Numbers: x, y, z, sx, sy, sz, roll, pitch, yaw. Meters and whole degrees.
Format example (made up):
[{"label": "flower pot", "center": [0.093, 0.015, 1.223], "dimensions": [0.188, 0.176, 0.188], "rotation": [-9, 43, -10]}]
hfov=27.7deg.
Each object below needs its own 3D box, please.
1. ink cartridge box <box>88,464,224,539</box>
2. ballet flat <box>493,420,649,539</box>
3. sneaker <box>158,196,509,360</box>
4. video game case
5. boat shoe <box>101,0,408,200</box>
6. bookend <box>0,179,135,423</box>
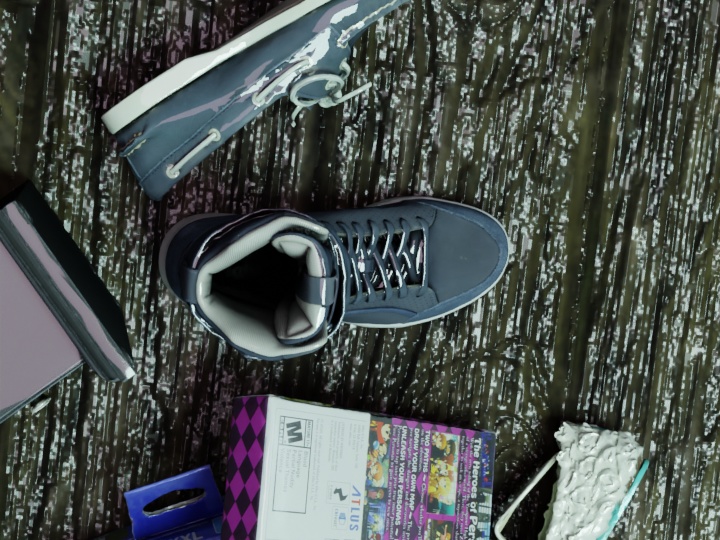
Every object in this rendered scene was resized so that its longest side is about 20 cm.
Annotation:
[{"label": "ink cartridge box", "center": [-0.082, 0.206, 0.812], "dimensions": [0.135, 0.076, 0.203], "rotation": [-16, 97, -9]}, {"label": "ballet flat", "center": [0.100, 0.179, 0.856], "dimensions": [0.071, 0.072, 0.202], "rotation": [28, 84, -13]}, {"label": "sneaker", "center": [-0.001, 0.002, 0.771], "dimensions": [0.200, 0.146, 0.078], "rotation": [-4, 95, -12]}, {"label": "video game case", "center": [-0.001, 0.176, 0.778], "dimensions": [0.180, 0.036, 0.203], "rotation": [13, 77, -44]}, {"label": "boat shoe", "center": [-0.042, -0.108, 0.786], "dimensions": [0.199, 0.075, 0.062], "rotation": [-31, 100, -5]}, {"label": "bookend", "center": [-0.216, 0.053, 0.704], "dimensions": [0.198, 0.200, 0.093], "rotation": [-36, 101, -6]}]
